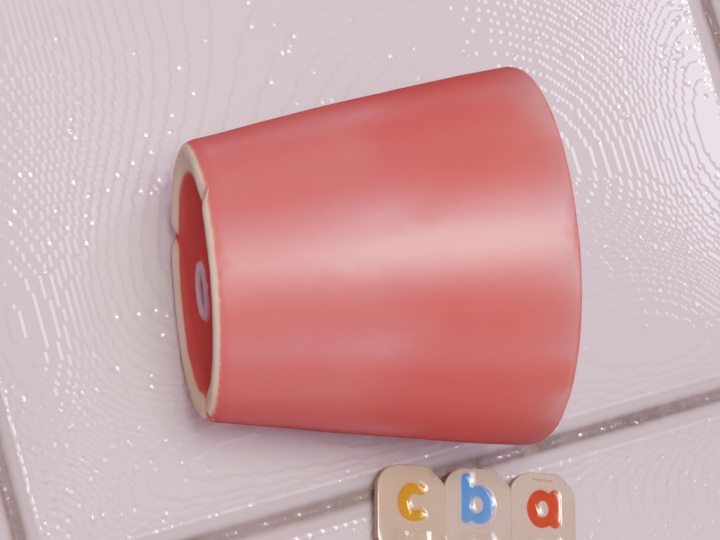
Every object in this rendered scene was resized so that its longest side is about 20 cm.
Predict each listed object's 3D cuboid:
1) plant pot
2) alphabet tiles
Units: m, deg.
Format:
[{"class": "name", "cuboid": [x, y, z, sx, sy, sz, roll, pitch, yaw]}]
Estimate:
[{"class": "plant pot", "cuboid": [0.000, 0.000, 1.120, 0.177, 0.200, 0.201, -5, 79, -13]}, {"class": "alphabet tiles", "cuboid": [0.061, 0.205, 1.181, 0.199, 0.015, 0.197, 5, 76, -21]}]
